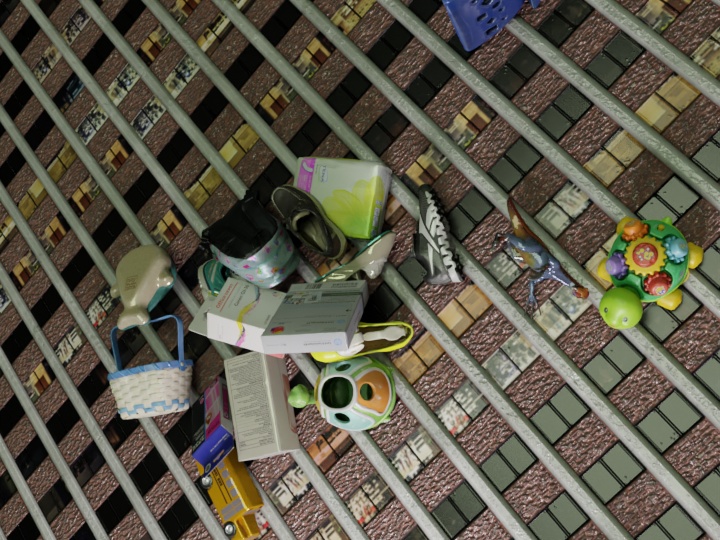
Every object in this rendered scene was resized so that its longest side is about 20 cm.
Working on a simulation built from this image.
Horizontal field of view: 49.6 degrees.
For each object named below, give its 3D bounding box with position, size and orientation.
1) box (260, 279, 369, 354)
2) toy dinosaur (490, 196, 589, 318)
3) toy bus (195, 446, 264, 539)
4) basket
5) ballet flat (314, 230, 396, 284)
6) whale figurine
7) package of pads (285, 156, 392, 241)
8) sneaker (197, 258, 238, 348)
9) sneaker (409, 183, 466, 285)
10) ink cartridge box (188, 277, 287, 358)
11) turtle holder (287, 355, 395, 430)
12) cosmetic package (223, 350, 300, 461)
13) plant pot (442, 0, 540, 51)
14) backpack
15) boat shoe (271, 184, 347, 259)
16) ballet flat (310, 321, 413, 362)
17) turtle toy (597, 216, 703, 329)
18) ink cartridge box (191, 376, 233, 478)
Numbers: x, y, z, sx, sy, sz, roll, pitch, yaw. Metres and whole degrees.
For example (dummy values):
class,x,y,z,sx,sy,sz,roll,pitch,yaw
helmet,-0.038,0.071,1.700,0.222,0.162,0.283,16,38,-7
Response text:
class,x,y,z,sx,sy,sz,roll,pitch,yaw
box,-0.077,0.081,1.415,0.154,0.200,0.042,-4,114,13
toy dinosaur,0.317,-0.024,1.346,0.180,0.105,0.202,19,77,6
toy bus,-0.256,0.438,1.554,0.078,0.065,0.201,-38,68,13
basket,-0.443,0.203,1.635,0.175,0.139,0.202,-10,86,22
ballet flat,0.000,0.000,1.504,0.199,0.069,0.070,-34,69,23
whale figurine,-0.459,0.044,1.670,0.158,0.104,0.202,-13,53,17
package of pads,-0.042,-0.144,1.542,0.198,0.068,0.156,9,87,26
sneaker,-0.280,0.063,1.621,0.079,0.077,0.202,-24,72,11
sneaker,0.125,-0.062,1.450,0.090,0.066,0.202,-20,76,19
ink cartridge box,-0.226,0.086,1.527,0.198,0.117,0.068,14,129,6
turtle holder,-0.031,0.219,1.444,0.184,0.131,0.142,24,93,26
cosmetic package,-0.194,0.265,1.538,0.102,0.087,0.202,-16,75,21
plant pot,0.219,-0.555,1.415,0.178,0.200,0.202,-24,72,14
backpack,-0.209,-0.055,1.550,0.167,0.127,0.200,-48,38,-8
boat shoe,-0.106,-0.099,1.493,0.200,0.065,0.074,41,105,24
ballet flat,0.008,0.123,1.414,0.067,0.198,0.068,157,105,-66
turtle toy,0.455,0.003,1.264,0.145,0.101,0.202,27,94,26
ink cartridge box,-0.294,0.307,1.545,0.095,0.037,0.201,-47,30,15
